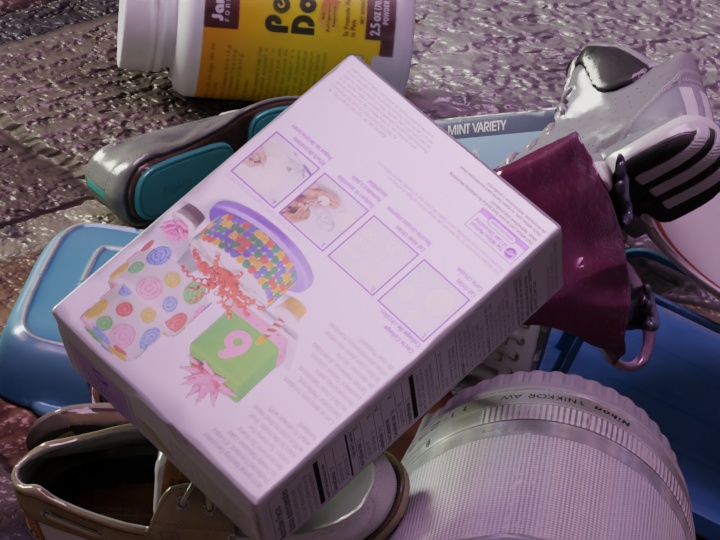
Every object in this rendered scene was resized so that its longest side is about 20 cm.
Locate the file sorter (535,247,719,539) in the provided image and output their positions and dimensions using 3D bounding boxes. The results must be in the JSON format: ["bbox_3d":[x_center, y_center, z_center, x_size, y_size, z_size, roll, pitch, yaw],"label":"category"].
[{"bbox_3d":[0.187,0.035,1.661,0.138,0.123,0.200,25,30,0],"label":"file sorter"}]

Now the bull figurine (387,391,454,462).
[{"bbox_3d":[0.006,0.066,1.562,0.200,0.065,0.121,43,3,14],"label":"bull figurine"}]

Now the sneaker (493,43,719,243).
[{"bbox_3d":[0.107,-0.058,1.582,0.199,0.075,0.116,-24,44,22],"label":"sneaker"}]

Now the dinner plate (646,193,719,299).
[{"bbox_3d":[0.231,-0.012,1.621,0.199,0.024,0.201,19,32,-12],"label":"dinner plate"}]

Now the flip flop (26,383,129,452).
[{"bbox_3d":[-0.112,0.062,1.601,0.200,0.081,0.058,-22,82,-47],"label":"flip flop"}]

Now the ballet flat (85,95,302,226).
[{"bbox_3d":[-0.091,-0.079,1.887,0.199,0.068,0.064,-17,30,-37],"label":"ballet flat"}]

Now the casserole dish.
[{"bbox_3d":[-0.147,0.025,1.715,0.120,0.039,0.200,9,30,4],"label":"casserole dish"}]

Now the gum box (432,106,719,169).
[{"bbox_3d":[0.119,-0.069,1.815,0.169,0.045,0.199,-2,-4,42],"label":"gum box"}]

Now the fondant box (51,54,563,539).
[{"bbox_3d":[-0.023,0.013,1.372,0.200,0.058,0.144,-41,65,-18],"label":"fondant box"}]

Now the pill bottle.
[{"bbox_3d":[-0.066,-0.171,2.008,0.199,0.110,0.109,3,29,-7],"label":"pill bottle"}]

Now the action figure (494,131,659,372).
[{"bbox_3d":[0.046,-0.004,1.496,0.199,0.135,0.149,-12,-15,7],"label":"action figure"}]

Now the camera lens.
[{"bbox_3d":[0.081,0.160,1.405,0.159,0.161,0.200,10,29,4],"label":"camera lens"}]

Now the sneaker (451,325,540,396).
[{"bbox_3d":[0.067,0.044,1.687,0.072,0.085,0.200,11,31,3],"label":"sneaker"}]

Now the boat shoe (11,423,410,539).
[{"bbox_3d":[-0.076,0.109,1.395,0.199,0.068,0.075,-9,54,24],"label":"boat shoe"}]
